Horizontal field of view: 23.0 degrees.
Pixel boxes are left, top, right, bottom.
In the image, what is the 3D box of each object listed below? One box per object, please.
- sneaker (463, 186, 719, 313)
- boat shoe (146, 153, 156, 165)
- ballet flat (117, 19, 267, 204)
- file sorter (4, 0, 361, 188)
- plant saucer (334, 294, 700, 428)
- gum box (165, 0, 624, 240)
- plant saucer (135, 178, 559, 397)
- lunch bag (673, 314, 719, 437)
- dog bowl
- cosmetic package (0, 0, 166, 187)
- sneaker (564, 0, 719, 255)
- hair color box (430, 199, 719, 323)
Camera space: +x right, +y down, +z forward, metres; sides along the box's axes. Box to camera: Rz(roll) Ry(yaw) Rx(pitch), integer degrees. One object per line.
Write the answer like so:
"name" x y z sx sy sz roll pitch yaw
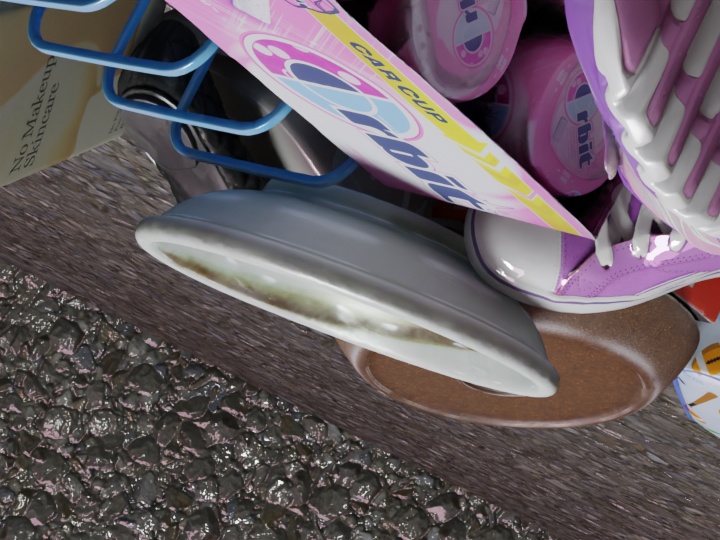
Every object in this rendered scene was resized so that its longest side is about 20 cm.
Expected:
"sneaker" 0.143 -0.034 0.698 0.199 0.073 0.114 -7 169 -5
"boat shoe" -0.045 -0.062 1.126 0.199 0.072 0.068 29 171 -25
"ballet flat" -0.068 -0.046 0.924 0.066 0.057 0.200 8 147 24
"file sorter" -0.077 -0.136 0.713 0.138 0.123 0.200 16 166 45
"plant saucer" 0.077 0.043 0.930 0.199 0.035 0.200 6 158 2
"gum box" 0.006 -0.094 0.628 0.113 0.066 0.200 18 166 45
"plant saucer" 0.000 0.000 0.787 0.199 0.051 0.200 19 173 3
"lunch bag" 0.284 0.084 1.038 0.199 0.076 0.160 23 166 22
"dog bowl" -0.043 -0.068 0.962 0.200 0.059 0.201 39 156 21
"cosmetic package" -0.171 -0.099 0.818 0.071 0.106 0.200 27 -154 12
"sneaker" 0.109 -0.052 0.573 0.088 0.081 0.200 32 175 43
"hair color box" 0.104 -0.029 0.958 0.101 0.062 0.200 33 168 -30
